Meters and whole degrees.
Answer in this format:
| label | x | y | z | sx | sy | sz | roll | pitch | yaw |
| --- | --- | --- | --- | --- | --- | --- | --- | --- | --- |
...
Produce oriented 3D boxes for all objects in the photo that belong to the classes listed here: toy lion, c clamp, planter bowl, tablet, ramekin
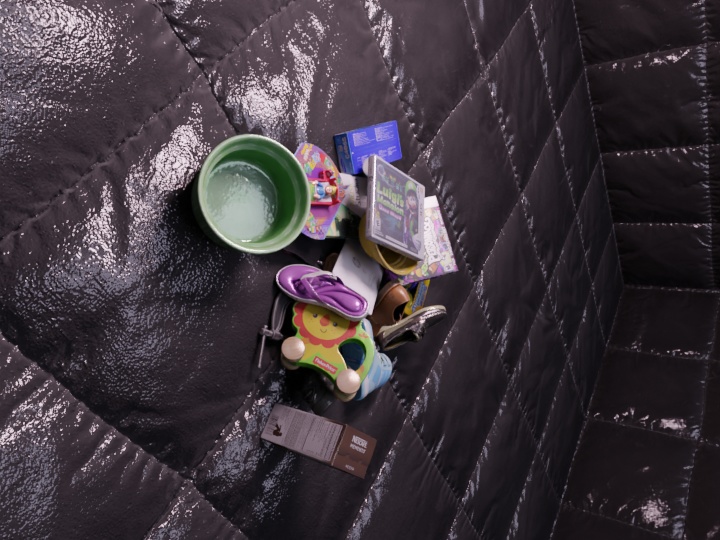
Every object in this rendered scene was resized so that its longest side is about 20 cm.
| label | x | y | z | sx | sy | sz | roll | pitch | yaw |
| --- | --- | --- | --- | --- | --- | --- | --- | --- | --- |
| toy lion | -0.057 | 0.133 | 1.082 | 0.192 | 0.199 | 0.069 | -57 | 172 | -28 |
| c clamp | -0.136 | 0.126 | 1.134 | 0.199 | 0.027 | 0.172 | 18 | 74 | -49 |
| planter bowl | 0.054 | -0.084 | 1.216 | 0.200 | 0.083 | 0.202 | 15 | 71 | -49 |
| tablet | 0.000 | 0.000 | 1.209 | 0.130 | 0.014 | 0.200 | 49 | 28 | -17 |
| ramekin | -0.196 | -0.126 | 0.937 | 0.199 | 0.097 | 0.202 | 2 | 87 | -31 |

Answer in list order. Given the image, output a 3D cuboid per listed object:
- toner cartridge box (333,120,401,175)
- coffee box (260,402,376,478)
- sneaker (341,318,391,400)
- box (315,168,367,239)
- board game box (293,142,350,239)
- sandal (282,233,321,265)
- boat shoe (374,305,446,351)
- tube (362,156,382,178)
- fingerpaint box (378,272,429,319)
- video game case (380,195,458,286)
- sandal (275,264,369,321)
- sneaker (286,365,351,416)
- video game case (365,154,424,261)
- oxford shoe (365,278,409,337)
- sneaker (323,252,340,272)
| label | x | y | z | sx | sy | sz | roll | pitch | yaw |
| --- | --- | --- | --- | --- | --- | --- | --- | --- | --- |
| toner cartridge box | 0.022 | -0.295 | 1.281 | 0.200 | 0.043 | 0.096 | -29 | 113 | -47 |
| coffee box | -0.084 | 0.337 | 1.069 | 0.113 | 0.199 | 0.080 | 43 | 60 | -44 |
| sneaker | 0.022 | 0.199 | 1.293 | 0.130 | 0.079 | 0.201 | -11 | 111 | -48 |
| box | -0.036 | -0.144 | 1.207 | 0.199 | 0.036 | 0.145 | -3 | 85 | -51 |
| board game box | -0.083 | -0.167 | 1.090 | 0.158 | 0.039 | 0.201 | 50 | 46 | -33 |
| sandal | -0.143 | -0.066 | 1.100 | 0.076 | 0.045 | 0.200 | -67 | 152 | -14 |
| boat shoe | 0.132 | 0.151 | 1.355 | 0.200 | 0.066 | 0.072 | -19 | 139 | -8 |
| tube | 0.053 | -0.209 | 1.288 | 0.200 | 0.050 | 0.078 | 43 | 51 | -70 |
| fingerpaint box | 0.110 | 0.010 | 1.389 | 0.167 | 0.073 | 0.201 | 37 | 65 | -46 |
| video game case | 0.128 | -0.071 | 1.313 | 0.180 | 0.036 | 0.201 | -13 | 82 | -17 |
| sandal | -0.072 | 0.033 | 1.081 | 0.050 | 0.201 | 0.083 | 105 | 7 | -58 |
| sneaker | -0.085 | 0.225 | 1.157 | 0.114 | 0.076 | 0.199 | 45 | 19 | 4 |
| video game case | 0.081 | -0.131 | 1.173 | 0.199 | 0.023 | 0.183 | 20 | 67 | -49 |
| oxford shoe | 0.057 | 0.109 | 1.262 | 0.071 | 0.071 | 0.200 | -24 | 155 | -37 |
| sneaker | -0.031 | 0.069 | 1.202 | 0.108 | 0.070 | 0.201 | 24 | 60 | -50 |
